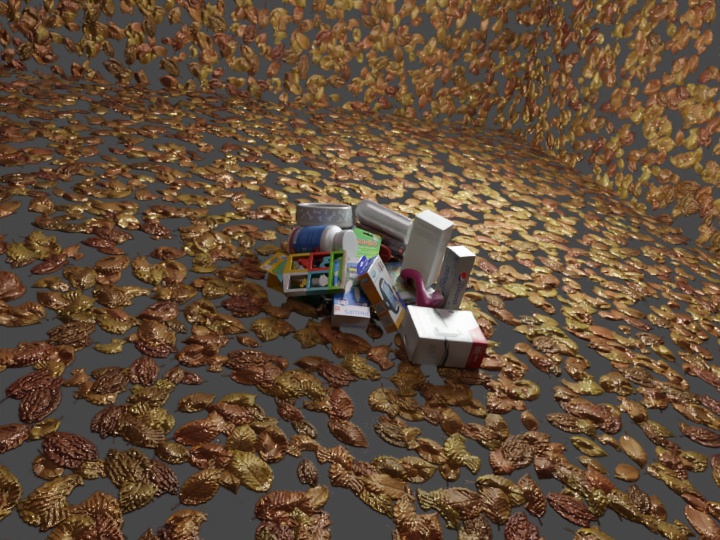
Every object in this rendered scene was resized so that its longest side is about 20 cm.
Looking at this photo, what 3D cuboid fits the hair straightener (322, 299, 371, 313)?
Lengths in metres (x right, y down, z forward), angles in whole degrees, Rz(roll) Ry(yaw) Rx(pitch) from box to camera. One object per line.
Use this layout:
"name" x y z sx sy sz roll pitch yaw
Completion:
"hair straightener" -0.013 0.088 1.609 0.194 0.042 0.077 -6 33 -26

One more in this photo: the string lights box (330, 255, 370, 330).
"string lights box" -0.029 0.058 1.575 0.099 0.060 0.205 6 49 -10

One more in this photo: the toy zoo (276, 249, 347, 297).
"toy zoo" -0.133 0.008 1.566 0.192 0.021 0.134 -4 51 9

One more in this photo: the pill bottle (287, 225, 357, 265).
"pill bottle" -0.110 -0.073 1.697 0.194 0.116 0.111 0 17 34

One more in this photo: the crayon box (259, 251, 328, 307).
"crayon box" -0.179 0.023 1.650 0.194 0.053 0.126 21 29 12

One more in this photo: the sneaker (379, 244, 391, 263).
"sneaker" 0.014 -0.077 1.870 0.193 0.081 0.116 9 24 15

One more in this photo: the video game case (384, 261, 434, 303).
"video game case" 0.113 0.034 1.796 0.177 0.023 0.200 -5 33 -32

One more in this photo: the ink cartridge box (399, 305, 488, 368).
"ink cartridge box" 0.214 0.173 1.522 0.193 0.085 0.148 6 29 -15

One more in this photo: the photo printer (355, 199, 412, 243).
"photo printer" 0.074 -0.158 1.889 0.195 0.071 0.167 26 -6 9

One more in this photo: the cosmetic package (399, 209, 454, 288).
"cosmetic package" 0.200 -0.064 1.774 0.106 0.205 0.084 29 33 24

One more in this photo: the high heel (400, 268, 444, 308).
"high heel" 0.153 0.064 1.694 0.094 0.069 0.200 -25 44 -20

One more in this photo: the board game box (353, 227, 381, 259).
"board game box" 0.004 -0.035 1.727 0.093 0.030 0.205 19 53 -8

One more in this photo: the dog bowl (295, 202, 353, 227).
"dog bowl" -0.114 -0.175 1.822 0.192 0.061 0.200 3 10 -1

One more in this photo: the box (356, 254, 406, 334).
"box" 0.056 0.053 1.573 0.040 0.204 0.119 -20 16 25

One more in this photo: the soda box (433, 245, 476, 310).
"soda box" 0.263 0.035 1.669 0.066 0.206 0.063 -6 31 -33

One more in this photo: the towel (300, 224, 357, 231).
"towel" -0.117 -0.101 1.836 0.193 0.024 0.149 8 49 20

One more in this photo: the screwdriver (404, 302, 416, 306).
"screwdriver" 0.156 0.104 1.696 0.194 0.028 0.030 8 56 -27

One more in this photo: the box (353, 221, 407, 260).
"box" 0.077 -0.090 1.915 0.195 0.041 0.137 26 -4 20
